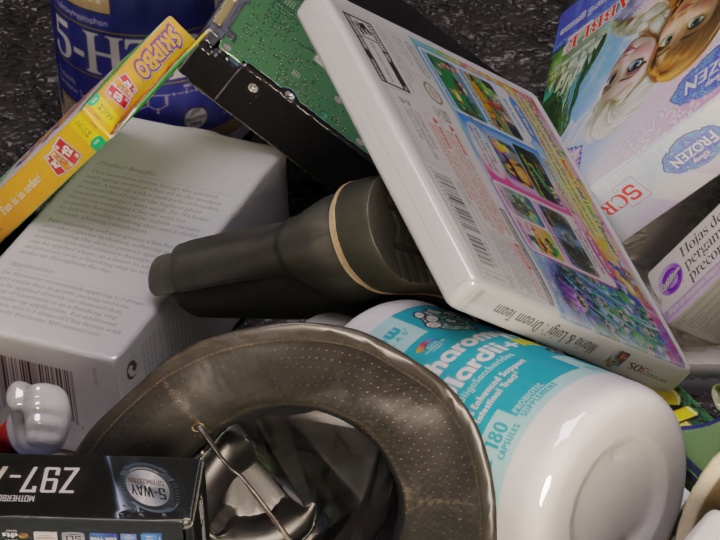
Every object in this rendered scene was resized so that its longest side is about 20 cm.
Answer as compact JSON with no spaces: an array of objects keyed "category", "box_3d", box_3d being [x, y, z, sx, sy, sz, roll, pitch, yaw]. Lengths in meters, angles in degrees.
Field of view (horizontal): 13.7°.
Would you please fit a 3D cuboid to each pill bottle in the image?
[{"category":"pill bottle","box_3d":[0.047,0.080,1.417,0.199,0.111,0.111,20,41,41]},{"category":"pill bottle","box_3d":[-0.119,-0.172,1.701,0.119,0.201,0.120,-2,36,1]}]

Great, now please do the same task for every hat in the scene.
[{"category":"hat","box_3d":[-0.032,0.103,1.354,0.199,0.202,0.081,2,19,6]}]

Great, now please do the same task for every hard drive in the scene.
[{"category":"hard drive","box_3d":[0.007,-0.093,1.639,0.200,0.038,0.140,37,39,-9]}]

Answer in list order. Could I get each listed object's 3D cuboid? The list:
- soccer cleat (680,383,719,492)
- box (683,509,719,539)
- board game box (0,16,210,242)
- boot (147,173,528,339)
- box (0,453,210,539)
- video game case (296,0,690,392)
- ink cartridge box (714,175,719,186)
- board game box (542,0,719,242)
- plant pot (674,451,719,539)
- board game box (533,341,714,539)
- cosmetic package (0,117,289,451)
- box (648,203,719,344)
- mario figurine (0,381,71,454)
[{"category":"soccer cleat","box_3d":[0.218,0.063,1.455,0.084,0.065,0.200,29,34,24]},{"category":"box","box_3d":[0.199,0.214,1.203,0.199,0.153,0.106,20,43,29]},{"category":"board game box","box_3d":[-0.158,-0.062,1.587,0.030,0.200,0.096,46,43,-9]},{"category":"boot","box_3d":[0.000,0.000,1.533,0.138,0.200,0.078,-13,68,30]},{"category":"box","box_3d":[-0.163,0.153,1.300,0.199,0.161,0.044,2,35,4]},{"category":"video game case","box_3d":[0.066,-0.039,1.487,0.182,0.024,0.200,22,32,-47]},{"category":"ink cartridge box","box_3d":[0.295,-0.049,1.609,0.147,0.086,0.200,-14,36,-17]},{"category":"board game box","box_3d":[0.175,-0.117,1.620,0.041,0.200,0.200,36,40,-21]},{"category":"plant pot","box_3d":[0.266,0.119,1.318,0.200,0.201,0.183,20,31,28]},{"category":"board game box","box_3d":[0.131,0.097,1.476,0.104,0.024,0.200,-18,39,-23]},{"category":"cosmetic package","box_3d":[-0.122,0.007,1.569,0.101,0.072,0.200,13,39,21]},{"category":"box","box_3d":[0.227,-0.042,1.522,0.041,0.200,0.039,20,37,-35]},{"category":"mario figurine","box_3d":[-0.201,0.106,1.414,0.200,0.106,0.123,29,48,33]}]
